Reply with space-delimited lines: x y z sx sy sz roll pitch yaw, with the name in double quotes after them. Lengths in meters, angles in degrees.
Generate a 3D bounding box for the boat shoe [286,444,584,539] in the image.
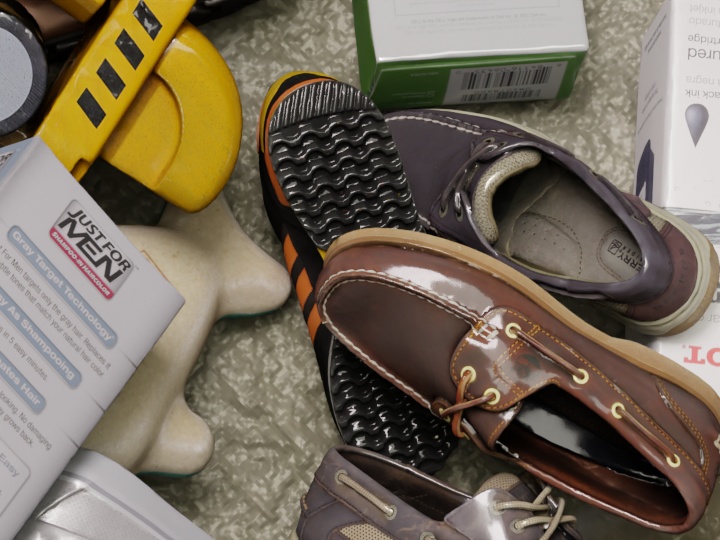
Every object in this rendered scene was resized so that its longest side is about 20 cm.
0.059 0.127 1.211 0.199 0.074 0.074 13 104 19 "boat shoe"

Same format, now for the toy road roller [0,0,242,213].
-0.100 -0.115 1.213 0.146 0.123 0.200 33 94 -11 "toy road roller"

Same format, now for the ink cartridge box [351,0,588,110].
0.045 -0.182 1.331 0.103 0.059 0.201 -4 70 -7 "ink cartridge box"

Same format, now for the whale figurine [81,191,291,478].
-0.126 0.035 1.257 0.159 0.104 0.200 50 52 6 "whale figurine"

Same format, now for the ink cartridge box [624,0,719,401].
0.205 -0.020 1.300 0.144 0.084 0.201 6 76 -4 "ink cartridge box"

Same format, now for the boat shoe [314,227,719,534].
0.069 0.049 1.201 0.199 0.071 0.070 24 46 -2 "boat shoe"

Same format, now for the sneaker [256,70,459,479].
0.000 0.000 1.281 0.070 0.090 0.201 -18 107 -7 "sneaker"

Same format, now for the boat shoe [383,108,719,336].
0.073 -0.032 1.257 0.200 0.065 0.072 30 89 34 "boat shoe"

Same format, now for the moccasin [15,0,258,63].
-0.108 -0.150 1.308 0.200 0.074 0.078 -16 88 0 "moccasin"

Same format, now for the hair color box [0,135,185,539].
-0.168 0.052 1.113 0.099 0.060 0.200 49 56 -22 "hair color box"

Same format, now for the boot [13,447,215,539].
-0.077 0.166 1.160 0.200 0.073 0.096 35 55 -15 "boot"
